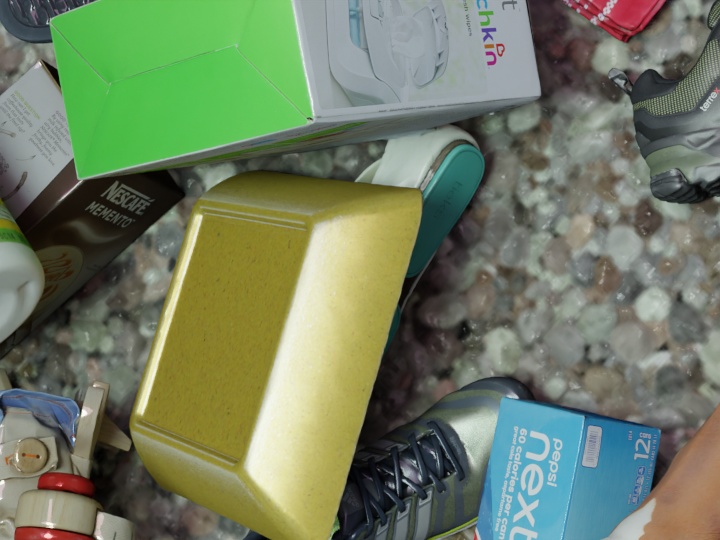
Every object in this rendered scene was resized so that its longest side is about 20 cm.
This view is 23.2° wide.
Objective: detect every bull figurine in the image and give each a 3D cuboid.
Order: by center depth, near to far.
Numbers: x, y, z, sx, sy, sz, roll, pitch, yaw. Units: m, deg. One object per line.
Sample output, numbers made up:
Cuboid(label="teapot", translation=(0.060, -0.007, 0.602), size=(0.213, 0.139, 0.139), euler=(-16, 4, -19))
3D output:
Cuboid(label="bull figurine", translation=(0.169, 0.154, 0.897), size=(0.200, 0.065, 0.122), euler=(-44, 107, -26))

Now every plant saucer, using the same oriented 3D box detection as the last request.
Cuboid(label="plant saucer", translation=(-0.062, 0.038, 0.979), size=(0.199, 0.048, 0.202), euler=(10, 83, 58))

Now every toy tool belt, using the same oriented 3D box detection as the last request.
Cuboid(label="toy tool belt", translation=(-0.194, 0.105, 1.010), size=(0.200, 0.124, 0.124), euler=(-20, 58, 58))

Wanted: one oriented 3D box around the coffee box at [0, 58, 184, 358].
Cuboid(label="coffee box", translation=(-0.221, -0.020, 1.061), size=(0.200, 0.114, 0.080), euler=(-41, 72, 7))

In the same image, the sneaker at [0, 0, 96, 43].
Cuboid(label="sneaker", translation=(-0.118, -0.191, 1.020), size=(0.199, 0.078, 0.066), euler=(-33, 85, 6))

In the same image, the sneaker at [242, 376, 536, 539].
Cuboid(label="sneaker", translation=(0.015, 0.128, 0.983), size=(0.199, 0.081, 0.074), euler=(-37, 73, 7))

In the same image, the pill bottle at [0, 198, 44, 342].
Cuboid(label="pill bottle", translation=(-0.267, -0.047, 0.961), size=(0.111, 0.111, 0.201), euler=(-38, 72, 8))

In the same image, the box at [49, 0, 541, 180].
Cuboid(label="box", translation=(-0.035, -0.112, 0.943), size=(0.199, 0.176, 0.098), euler=(-9, 92, 47))

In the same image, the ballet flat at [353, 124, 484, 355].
Cuboid(label="ballet flat", translation=(0.000, 0.000, 1.025), size=(0.069, 0.069, 0.201), euler=(30, 87, 19))

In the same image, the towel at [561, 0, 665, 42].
Cuboid(label="towel", translation=(0.127, -0.245, 1.041), size=(0.200, 0.022, 0.145), euler=(39, 93, 19))

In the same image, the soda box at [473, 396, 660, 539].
Cuboid(label="soda box", translation=(0.099, 0.174, 0.940), size=(0.068, 0.064, 0.202), euler=(10, 87, 52))

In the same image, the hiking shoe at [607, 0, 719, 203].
Cuboid(label="hiking shoe", translation=(0.236, -0.117, 0.959), size=(0.199, 0.076, 0.101), euler=(-25, 78, 12))
